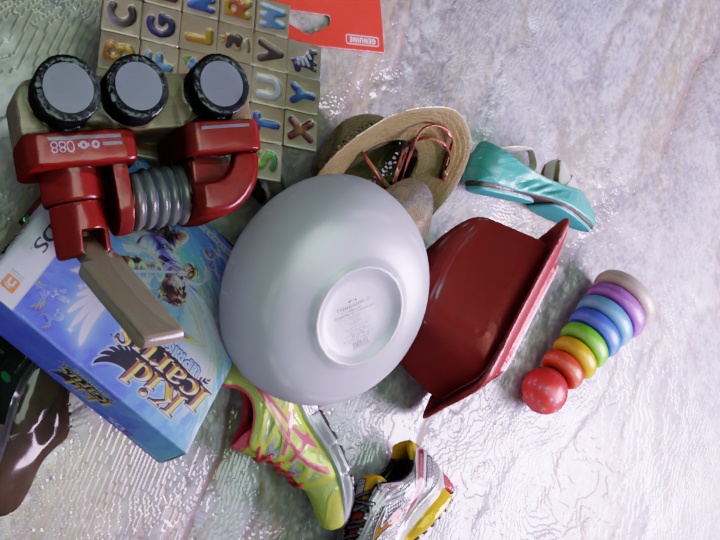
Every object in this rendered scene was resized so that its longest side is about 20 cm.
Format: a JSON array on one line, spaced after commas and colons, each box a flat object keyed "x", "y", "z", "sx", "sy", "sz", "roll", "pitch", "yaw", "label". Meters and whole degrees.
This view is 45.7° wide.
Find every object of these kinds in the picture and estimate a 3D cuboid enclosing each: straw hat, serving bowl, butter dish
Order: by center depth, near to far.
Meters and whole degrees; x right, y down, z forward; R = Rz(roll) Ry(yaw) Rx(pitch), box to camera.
[{"x": -0.016, "y": 0.027, "z": 0.712, "sx": 0.197, "sy": 0.066, "sz": 0.204, "roll": -14, "pitch": 116, "yaw": -29, "label": "serving bowl"}, {"x": 0.006, "y": -0.105, "z": 0.845, "sx": 0.198, "sy": 0.203, "sz": 0.086, "roll": -13, "pitch": 52, "yaw": -33, "label": "straw hat"}, {"x": 0.089, "y": 0.024, "z": 0.857, "sx": 0.146, "sy": 0.200, "sz": 0.201, "roll": 33, "pitch": 68, "yaw": -2, "label": "butter dish"}]

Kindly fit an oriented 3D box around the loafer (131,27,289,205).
[{"x": -0.148, "y": -0.123, "z": 0.763, "sx": 0.199, "sy": 0.075, "sz": 0.070, "roll": 42, "pitch": 70, "yaw": -13, "label": "loafer"}]

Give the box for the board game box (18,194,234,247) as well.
[{"x": -0.188, "y": -0.020, "z": 0.756, "sx": 0.199, "sy": 0.019, "sz": 0.104, "roll": 41, "pitch": 65, "yaw": -24, "label": "board game box"}]

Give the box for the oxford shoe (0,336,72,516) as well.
[{"x": -0.264, "y": 0.094, "z": 0.681, "sx": 0.085, "sy": 0.071, "sz": 0.203, "roll": 48, "pitch": 55, "yaw": -51, "label": "oxford shoe"}]

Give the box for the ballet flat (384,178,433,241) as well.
[{"x": 0.000, "y": 0.000, "z": 0.798, "sx": 0.068, "sy": 0.067, "sz": 0.201, "roll": 36, "pitch": 97, "yaw": 5, "label": "ballet flat"}]

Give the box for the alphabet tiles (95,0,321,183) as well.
[{"x": -0.126, "y": -0.168, "z": 0.736, "sx": 0.196, "sy": 0.006, "sz": 0.170, "roll": 8, "pitch": 77, "yaw": -24, "label": "alphabet tiles"}]

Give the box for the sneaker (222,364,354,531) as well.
[{"x": -0.074, "y": 0.157, "z": 0.793, "sx": 0.089, "sy": 0.078, "sz": 0.203, "roll": -26, "pitch": 95, "yaw": -23, "label": "sneaker"}]

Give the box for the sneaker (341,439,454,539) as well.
[{"x": 0.008, "y": 0.249, "z": 0.839, "sx": 0.200, "sy": 0.077, "sz": 0.083, "roll": -43, "pitch": 105, "yaw": -37, "label": "sneaker"}]

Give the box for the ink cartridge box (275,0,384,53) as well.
[{"x": -0.051, "y": -0.318, "z": 0.852, "sx": 0.197, "sy": 0.043, "sz": 0.178, "roll": -4, "pitch": 87, "yaw": -33, "label": "ink cartridge box"}]

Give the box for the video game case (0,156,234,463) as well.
[{"x": -0.181, "y": 0.019, "z": 0.687, "sx": 0.200, "sy": 0.045, "sz": 0.183, "roll": 45, "pitch": 46, "yaw": -23, "label": "video game case"}]

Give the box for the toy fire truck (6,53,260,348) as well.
[{"x": -0.152, "y": -0.050, "z": 0.627, "sx": 0.173, "sy": 0.128, "sz": 0.205, "roll": -9, "pitch": 89, "yaw": -32, "label": "toy fire truck"}]

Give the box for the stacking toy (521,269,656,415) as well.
[{"x": 0.263, "y": 0.091, "z": 1.008, "sx": 0.200, "sy": 0.085, "sz": 0.086, "roll": -43, "pitch": 109, "yaw": -23, "label": "stacking toy"}]

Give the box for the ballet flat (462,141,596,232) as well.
[{"x": 0.205, "y": -0.102, "z": 0.986, "sx": 0.197, "sy": 0.067, "sz": 0.072, "roll": 16, "pitch": 86, "yaw": -30, "label": "ballet flat"}]
